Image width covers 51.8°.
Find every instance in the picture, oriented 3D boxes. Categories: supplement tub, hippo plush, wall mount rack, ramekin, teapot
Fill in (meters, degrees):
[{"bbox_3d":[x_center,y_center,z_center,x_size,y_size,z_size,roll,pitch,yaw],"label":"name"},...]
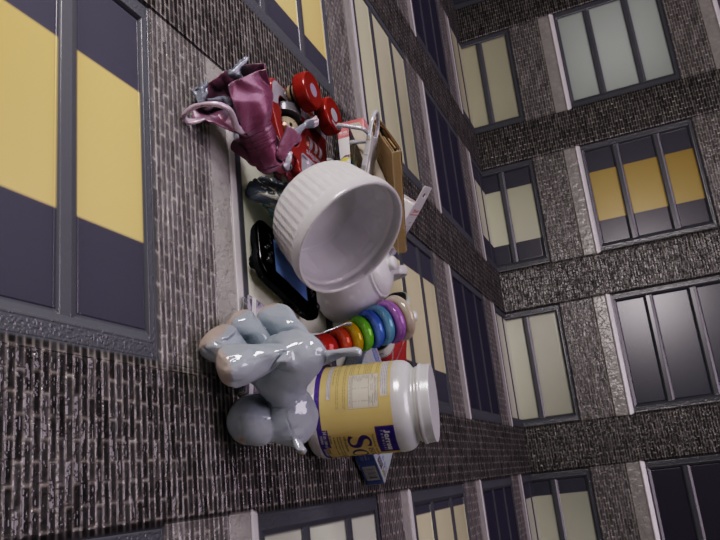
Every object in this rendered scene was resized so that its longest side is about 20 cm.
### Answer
[{"bbox_3d":[0.020,0.220,1.186,0.145,0.199,0.146,-7,90,-79],"label":"supplement tub"},{"bbox_3d":[-0.108,0.146,0.984,0.159,0.199,0.162,-113,-159,-64],"label":"hippo plush"},{"bbox_3d":[-0.011,-0.182,1.314,0.174,0.074,0.201,11,89,-79],"label":"wall mount rack"},{"bbox_3d":[-0.043,-0.075,1.152,0.105,0.200,0.200,41,-3,35],"label":"ramekin"},{"bbox_3d":[0.000,0.000,1.372,0.200,0.145,0.198,-76,148,-53],"label":"teapot"}]

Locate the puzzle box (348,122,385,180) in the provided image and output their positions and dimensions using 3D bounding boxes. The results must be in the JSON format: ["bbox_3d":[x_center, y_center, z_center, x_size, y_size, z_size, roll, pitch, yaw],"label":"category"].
[{"bbox_3d":[0.013,-0.176,1.425,0.200,0.025,0.133,-109,-168,-45],"label":"puzzle box"}]

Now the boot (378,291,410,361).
[{"bbox_3d":[0.080,0.154,1.618,0.145,0.072,0.200,64,32,-34],"label":"boot"}]

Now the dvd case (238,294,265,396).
[{"bbox_3d":[-0.126,0.142,1.131,0.200,0.016,0.149,45,38,-56],"label":"dvd case"}]

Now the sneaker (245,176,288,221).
[{"bbox_3d":[-0.113,-0.088,1.217,0.200,0.087,0.078,18,18,-47],"label":"sneaker"}]

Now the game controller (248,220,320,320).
[{"bbox_3d":[-0.120,0.002,1.194,0.200,0.042,0.105,51,33,-53],"label":"game controller"}]

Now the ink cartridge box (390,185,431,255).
[{"bbox_3d":[0.066,-0.101,1.536,0.201,0.068,0.116,-60,171,9],"label":"ink cartridge box"}]

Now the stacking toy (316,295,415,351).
[{"bbox_3d":[-0.003,0.110,1.288,0.199,0.085,0.086,-19,97,-32],"label":"stacking toy"}]

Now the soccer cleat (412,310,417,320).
[{"bbox_3d":[0.057,0.102,1.472,0.200,0.077,0.070,146,-52,-78],"label":"soccer cleat"}]

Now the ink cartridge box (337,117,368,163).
[{"bbox_3d":[0.003,-0.212,1.610,0.116,0.067,0.201,44,37,-66],"label":"ink cartridge box"}]

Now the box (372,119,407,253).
[{"bbox_3d":[0.052,-0.156,1.360,0.164,0.021,0.201,-113,-165,-58],"label":"box"}]

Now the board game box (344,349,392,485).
[{"bbox_3d":[0.017,0.263,1.411,0.199,0.043,0.201,-61,135,-61],"label":"board game box"}]

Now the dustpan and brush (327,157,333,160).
[{"bbox_3d":[-0.082,-0.162,1.397,0.200,0.057,0.140,31,45,-73],"label":"dustpan and brush"}]

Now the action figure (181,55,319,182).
[{"bbox_3d":[-0.149,-0.206,1.100,0.149,0.133,0.200,-77,145,-49],"label":"action figure"}]

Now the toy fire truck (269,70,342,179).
[{"bbox_3d":[-0.107,-0.226,1.254,0.200,0.112,0.169,37,43,-60],"label":"toy fire truck"}]
